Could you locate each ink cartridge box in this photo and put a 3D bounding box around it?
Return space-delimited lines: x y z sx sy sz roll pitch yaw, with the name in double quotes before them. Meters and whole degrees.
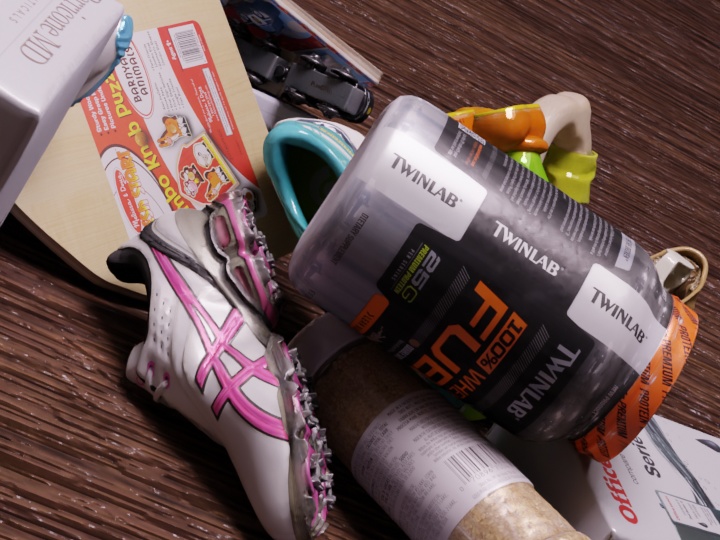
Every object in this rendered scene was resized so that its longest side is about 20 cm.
"ink cartridge box" 0.174 0.156 1.087 0.199 0.083 0.147 20 27 -28

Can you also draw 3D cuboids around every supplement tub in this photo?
"supplement tub" 0.071 0.008 1.001 0.199 0.123 0.123 33 24 -4

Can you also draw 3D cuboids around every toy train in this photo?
"toy train" -0.067 -0.134 1.203 0.199 0.034 0.046 27 1 37

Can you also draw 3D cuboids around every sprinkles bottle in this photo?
"sprinkles bottle" 0.036 0.104 0.999 0.068 0.069 0.200 4 32 -49

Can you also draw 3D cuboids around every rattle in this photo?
"rattle" 0.085 -0.064 1.403 0.142 0.131 0.200 30 49 16

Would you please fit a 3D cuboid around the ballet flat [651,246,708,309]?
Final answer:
"ballet flat" 0.207 0.013 1.420 0.069 0.063 0.200 42 25 17

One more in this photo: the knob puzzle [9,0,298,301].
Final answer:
"knob puzzle" -0.135 -0.069 1.085 0.219 0.030 0.222 16 65 -39

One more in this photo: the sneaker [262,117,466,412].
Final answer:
"sneaker" 0.000 0.000 1.094 0.201 0.077 0.080 58 15 13

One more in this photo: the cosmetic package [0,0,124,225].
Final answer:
"cosmetic package" -0.249 -0.091 0.893 0.199 0.167 0.168 32 24 -7

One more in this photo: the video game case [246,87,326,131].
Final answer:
"video game case" -0.034 -0.095 1.276 0.199 0.022 0.182 23 4 -26

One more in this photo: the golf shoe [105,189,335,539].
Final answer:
"golf shoe" -0.072 0.058 0.984 0.073 0.091 0.201 69 0 -60

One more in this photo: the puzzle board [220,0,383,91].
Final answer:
"puzzle board" -0.082 -0.164 1.246 0.150 0.017 0.200 36 -11 -20

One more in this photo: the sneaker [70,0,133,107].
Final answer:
"sneaker" -0.218 -0.129 0.997 0.198 0.081 0.077 1 51 15

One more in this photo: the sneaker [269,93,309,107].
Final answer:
"sneaker" -0.086 -0.202 1.380 0.199 0.090 0.070 32 -13 -3

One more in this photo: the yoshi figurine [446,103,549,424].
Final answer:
"yoshi figurine" 0.071 0.005 1.141 0.111 0.202 0.112 -10 7 -5
